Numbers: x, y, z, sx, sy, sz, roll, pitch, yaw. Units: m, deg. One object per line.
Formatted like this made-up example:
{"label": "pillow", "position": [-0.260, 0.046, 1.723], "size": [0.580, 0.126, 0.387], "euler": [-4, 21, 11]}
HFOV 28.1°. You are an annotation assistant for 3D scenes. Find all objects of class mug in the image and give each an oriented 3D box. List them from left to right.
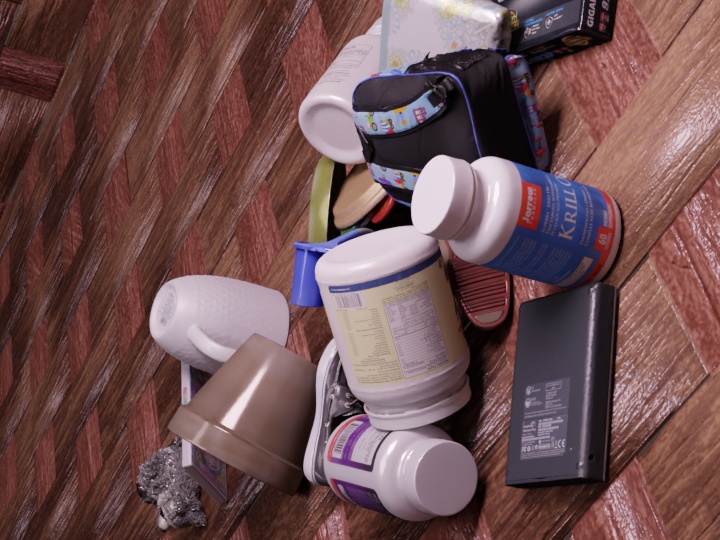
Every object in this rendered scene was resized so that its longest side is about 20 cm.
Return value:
{"label": "mug", "position": [-0.208, 0.090, 2.140], "size": [0.148, 0.175, 0.200], "euler": [-65, 31, 13]}

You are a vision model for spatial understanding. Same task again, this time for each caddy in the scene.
{"label": "caddy", "position": [0.000, 0.000, 1.775], "size": [0.141, 0.200, 0.105], "euler": [9, 92, 28]}

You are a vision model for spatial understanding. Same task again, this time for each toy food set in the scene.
{"label": "toy food set", "position": [0.033, -0.124, 1.857], "size": [0.200, 0.049, 0.198], "euler": [-51, 14, 2]}

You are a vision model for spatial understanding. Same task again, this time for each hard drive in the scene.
{"label": "hard drive", "position": [0.205, 0.120, 1.485], "size": [0.140, 0.033, 0.200], "euler": [-21, 60, 59]}

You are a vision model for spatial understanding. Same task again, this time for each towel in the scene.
{"label": "towel", "position": [0.099, -0.245, 1.719], "size": [0.171, 0.048, 0.200], "euler": [27, 130, 31]}

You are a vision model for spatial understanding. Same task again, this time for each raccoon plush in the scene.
{"label": "raccoon plush", "position": [-0.282, 0.316, 2.289], "size": [0.134, 0.097, 0.200], "euler": [9, 85, 56]}

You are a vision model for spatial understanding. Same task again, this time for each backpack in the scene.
{"label": "backpack", "position": [0.092, -0.160, 1.633], "size": [0.200, 0.134, 0.183], "euler": [5, 122, 49]}

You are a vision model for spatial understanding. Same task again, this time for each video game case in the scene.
{"label": "video game case", "position": [-0.240, 0.239, 2.209], "size": [0.018, 0.143, 0.200], "euler": [-14, 55, 12]}

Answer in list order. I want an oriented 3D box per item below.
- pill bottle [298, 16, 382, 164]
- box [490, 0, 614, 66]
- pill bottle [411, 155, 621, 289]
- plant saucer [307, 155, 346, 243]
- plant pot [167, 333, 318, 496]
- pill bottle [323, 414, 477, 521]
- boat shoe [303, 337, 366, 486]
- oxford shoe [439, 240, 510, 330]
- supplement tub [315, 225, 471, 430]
{"label": "pill bottle", "position": [0.012, -0.241, 1.879], "size": [0.114, 0.114, 0.200], "euler": [-37, 16, 52]}
{"label": "box", "position": [0.220, -0.325, 1.656], "size": [0.200, 0.046, 0.159], "euler": [-7, 72, 62]}
{"label": "pill bottle", "position": [0.157, -0.052, 1.475], "size": [0.112, 0.200, 0.112], "euler": [-36, 47, 52]}
{"label": "plant saucer", "position": [-0.046, -0.072, 1.956], "size": [0.200, 0.031, 0.200], "euler": [4, -90, -85]}
{"label": "plant pot", "position": [-0.137, 0.189, 1.982], "size": [0.174, 0.200, 0.200], "euler": [-61, 25, -8]}
{"label": "pill bottle", "position": [0.048, 0.227, 1.653], "size": [0.200, 0.111, 0.112], "euler": [0, 77, 63]}
{"label": "boat shoe", "position": [-0.023, 0.185, 1.870], "size": [0.066, 0.070, 0.200], "euler": [8, 81, 46]}
{"label": "oxford shoe", "position": [0.129, -0.004, 1.683], "size": [0.075, 0.070, 0.200], "euler": [89, 170, -53]}
{"label": "supplement tub", "position": [0.041, 0.064, 1.628], "size": [0.145, 0.145, 0.200], "euler": [14, 123, 64]}
